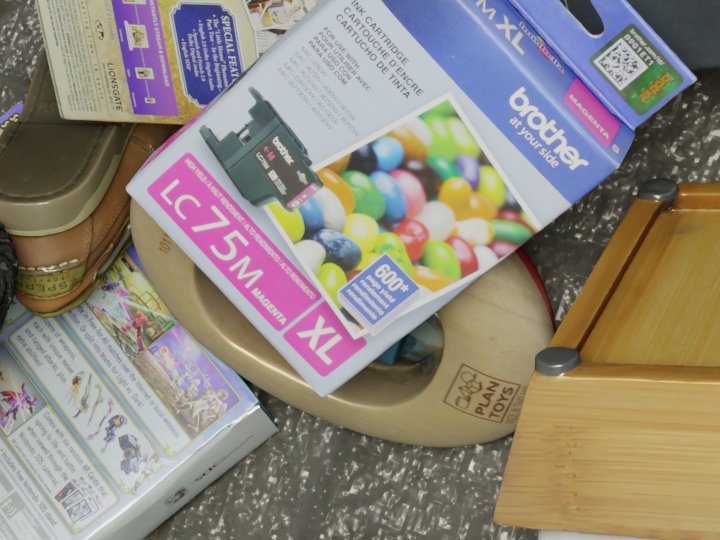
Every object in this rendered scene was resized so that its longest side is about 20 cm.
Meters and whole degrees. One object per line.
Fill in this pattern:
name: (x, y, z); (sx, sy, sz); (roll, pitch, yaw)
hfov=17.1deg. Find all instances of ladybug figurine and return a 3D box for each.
ladybug figurine: (0.000, 0.000, 1.020); (0.200, 0.072, 0.136); (29, 131, 5)

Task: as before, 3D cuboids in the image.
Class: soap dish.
soap dish: (0.151, 0.034, 0.909); (0.157, 0.200, 0.081); (2, 118, 22)

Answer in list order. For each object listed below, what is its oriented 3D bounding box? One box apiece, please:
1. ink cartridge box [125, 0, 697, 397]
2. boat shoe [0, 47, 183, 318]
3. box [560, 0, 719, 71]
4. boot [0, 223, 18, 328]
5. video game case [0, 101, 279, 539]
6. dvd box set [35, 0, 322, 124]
ink cartridge box: (0.016, -0.051, 0.918); (0.200, 0.042, 0.119); (-39, 98, 28)
boat shoe: (-0.114, -0.057, 1.073); (0.072, 0.068, 0.200); (9, 38, 20)
box: (0.064, -0.158, 1.001); (0.199, 0.107, 0.149); (-3, 35, 21)
boot: (-0.242, 0.013, 1.016); (0.211, 0.079, 0.158); (23, 126, 14)
video game case: (-0.166, 0.052, 1.095); (0.181, 0.045, 0.200); (-39, 66, -2)
dvd box set: (-0.035, -0.123, 0.942); (0.199, 0.147, 0.029); (3, 36, 17)
